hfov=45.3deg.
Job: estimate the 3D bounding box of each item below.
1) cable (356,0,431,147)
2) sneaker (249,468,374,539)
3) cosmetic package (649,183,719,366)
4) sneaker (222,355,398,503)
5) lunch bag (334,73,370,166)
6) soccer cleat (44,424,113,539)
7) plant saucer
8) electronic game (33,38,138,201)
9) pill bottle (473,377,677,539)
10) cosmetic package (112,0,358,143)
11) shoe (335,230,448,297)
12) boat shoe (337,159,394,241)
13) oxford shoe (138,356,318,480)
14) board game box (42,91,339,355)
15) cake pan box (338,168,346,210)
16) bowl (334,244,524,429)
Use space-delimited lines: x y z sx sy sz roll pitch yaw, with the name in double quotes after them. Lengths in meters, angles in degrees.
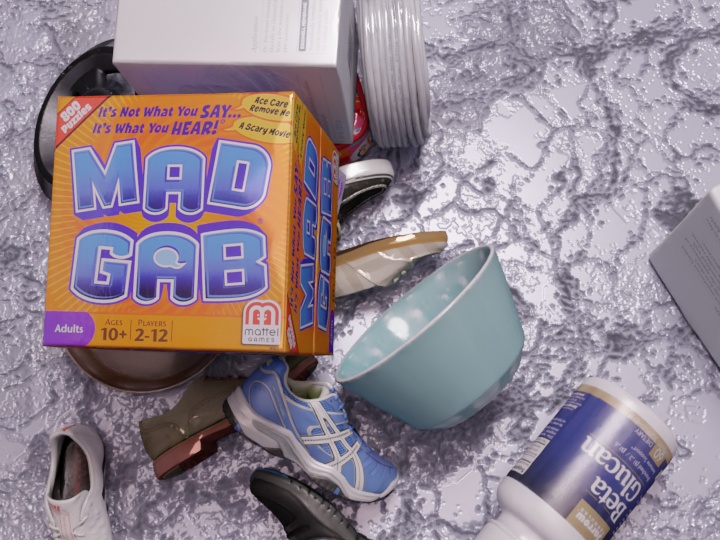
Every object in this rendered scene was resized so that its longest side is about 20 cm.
0.035 -0.231 0.914 0.068 0.200 0.202 -5 78 5 "cable"
-0.038 0.271 0.839 0.199 0.073 0.082 36 80 12 "sneaker"
0.417 -0.011 0.841 0.164 0.200 0.166 -27 75 -6 "cosmetic package"
-0.033 0.157 0.832 0.199 0.076 0.077 35 94 -25 "sneaker"
-0.090 -0.167 0.965 0.198 0.082 0.178 -18 78 -1 "lunch bag"
-0.276 0.250 0.844 0.068 0.085 0.202 -8 74 -1 "soccer cleat"
-0.227 0.033 0.933 0.198 0.032 0.202 0 75 1 "plant saucer"
-0.289 -0.162 0.951 0.198 0.042 0.202 -10 70 29 "electronic game"
0.202 0.211 0.830 0.111 0.111 0.200 40 79 12 "pill bottle"
-0.107 -0.210 0.830 0.198 0.199 0.124 3 79 4 "cosmetic package"
0.000 0.000 0.922 0.198 0.070 0.054 -15 93 5 "shoe"
-0.048 -0.055 0.938 0.199 0.071 0.064 -25 74 3 "boat shoe"
-0.137 0.130 0.884 0.199 0.071 0.074 -32 73 -8 "oxford shoe"
-0.134 -0.029 0.759 0.198 0.200 0.202 1 84 9 "board game box"
-0.123 -0.032 0.884 0.182 0.052 0.202 13 86 8 "cake pan box"
0.083 0.078 0.845 0.201 0.201 0.105 -42 96 -10 "bowl"
